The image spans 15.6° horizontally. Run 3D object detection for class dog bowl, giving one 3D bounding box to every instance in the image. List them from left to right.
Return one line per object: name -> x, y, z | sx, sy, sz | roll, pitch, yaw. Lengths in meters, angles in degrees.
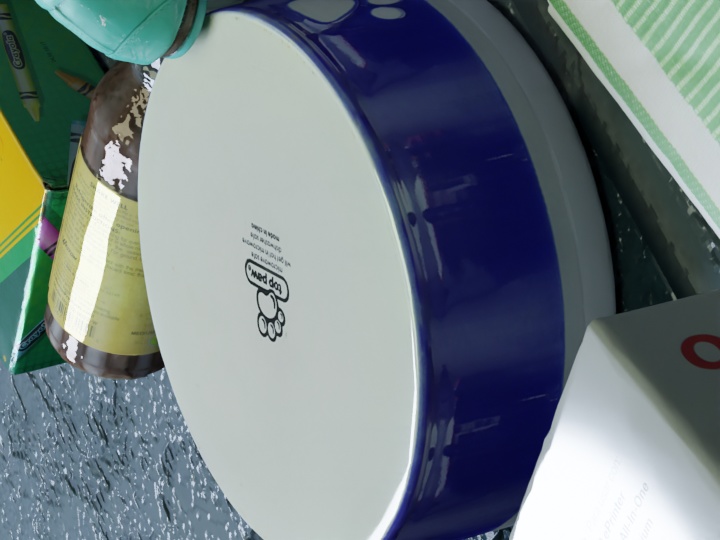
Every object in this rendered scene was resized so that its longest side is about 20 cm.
dog bowl -> 0.000, 0.000, 0.919 | 0.200, 0.078, 0.201 | 31, 127, 53

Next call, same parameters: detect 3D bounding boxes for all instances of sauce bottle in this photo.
sauce bottle -> -0.084, -0.041, 1.064 | 0.065, 0.064, 0.200 | 57, 146, 32

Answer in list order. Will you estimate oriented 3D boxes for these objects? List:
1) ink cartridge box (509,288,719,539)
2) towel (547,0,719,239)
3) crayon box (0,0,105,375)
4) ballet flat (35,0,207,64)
ink cartridge box -> 0.151, 0.090, 0.620 | 0.200, 0.145, 0.084 | 53, 142, 37
towel -> 0.125, -0.096, 0.721 | 0.153, 0.023, 0.200 | 58, 144, 30
crayon box -> -0.166, -0.067, 1.204 | 0.200, 0.058, 0.119 | 56, 145, 33
ballet flat -> -0.075, -0.173, 0.912 | 0.067, 0.070, 0.201 | -15, 61, 58
